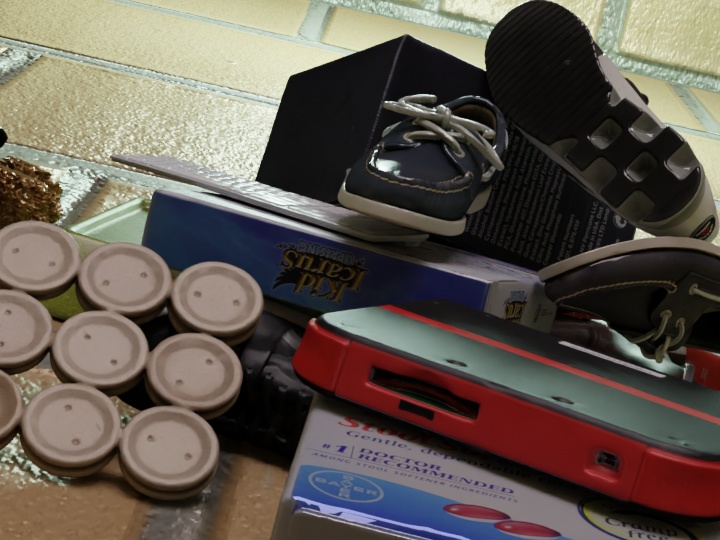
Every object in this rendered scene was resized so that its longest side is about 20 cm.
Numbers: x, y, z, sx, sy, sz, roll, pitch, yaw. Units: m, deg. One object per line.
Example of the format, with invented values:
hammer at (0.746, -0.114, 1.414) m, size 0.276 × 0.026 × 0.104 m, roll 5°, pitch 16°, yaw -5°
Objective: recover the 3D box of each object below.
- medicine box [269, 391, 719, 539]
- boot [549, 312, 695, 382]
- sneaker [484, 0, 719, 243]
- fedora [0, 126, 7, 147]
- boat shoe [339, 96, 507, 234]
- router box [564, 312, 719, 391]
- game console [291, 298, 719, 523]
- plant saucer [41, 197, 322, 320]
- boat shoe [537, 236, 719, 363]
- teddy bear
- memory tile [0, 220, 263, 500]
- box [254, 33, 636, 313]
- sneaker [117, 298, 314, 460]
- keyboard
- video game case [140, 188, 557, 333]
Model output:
medicine box at (0.053, 0.128, 0.823) m, size 0.181 × 0.103 × 0.200 m, roll 13°, pitch 14°, yaw 1°
boot at (0.101, 0.062, 1.220) m, size 0.199 × 0.064 × 0.186 m, roll 11°, pitch 13°, yaw 3°
sneaker at (0.147, -0.082, 1.208) m, size 0.200 × 0.074 × 0.088 m, roll 56°, pitch 9°, yaw 34°
fedora at (-0.283, -0.028, 1.108) m, size 0.200 × 0.092 × 0.201 m, roll -10°, pitch -3°, yaw -1°
boat shoe at (0.043, -0.062, 1.107) m, size 0.075 × 0.062 × 0.200 m, roll 24°, pitch 15°, yaw 15°
router box at (0.249, 0.055, 1.395) m, size 0.179 × 0.049 × 0.200 m, roll 24°, pitch 18°, yaw 38°
game console at (0.085, 0.057, 0.872) m, size 0.199 × 0.031 × 0.177 m, roll 19°, pitch 9°, yaw 23°
plant saucer at (-0.108, 0.002, 1.284) m, size 0.199 × 0.048 × 0.200 m, roll 16°, pitch 14°, yaw 11°
boat shoe at (0.186, 0.021, 1.162) m, size 0.199 × 0.063 × 0.073 m, roll 4°, pitch -18°, yaw -42°
teddy bear at (-0.273, -0.053, 1.347) m, size 0.145 × 0.067 × 0.200 m, roll 20°, pitch 6°, yaw -11°
memory tile at (-0.157, 0.038, 1.007) m, size 0.199 × 0.017 × 0.154 m, roll 14°, pitch 48°, yaw -1°
box at (0.056, -0.056, 1.323) m, size 0.199 × 0.118 × 0.197 m, roll 21°, pitch -11°, yaw -22°
sneaker at (-0.032, 0.066, 1.057) m, size 0.199 × 0.076 × 0.088 m, roll 8°, pitch 21°, yaw -19°
keyboard at (-0.055, -0.043, 1.137) m, size 0.199 × 0.011 × 0.056 m, roll 18°, pitch 6°, yaw 35°
video game case at (0.000, 0.000, 1.139) m, size 0.199 × 0.046 × 0.181 m, roll 16°, pitch 6°, yaw 17°
